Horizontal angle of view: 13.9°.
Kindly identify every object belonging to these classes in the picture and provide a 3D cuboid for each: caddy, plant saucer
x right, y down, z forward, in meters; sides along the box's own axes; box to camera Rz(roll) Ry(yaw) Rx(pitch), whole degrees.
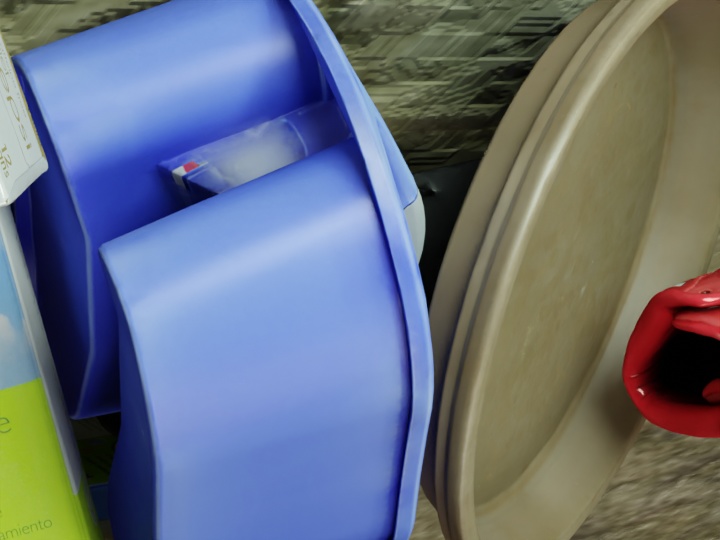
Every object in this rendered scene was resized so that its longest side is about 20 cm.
[{"bbox_3d":[-0.030,0.005,0.830,0.105,0.142,0.200,-18,151,-14],"label":"caddy"},{"bbox_3d":[0.067,0.000,0.911,0.029,0.200,0.200,20,171,21],"label":"plant saucer"}]

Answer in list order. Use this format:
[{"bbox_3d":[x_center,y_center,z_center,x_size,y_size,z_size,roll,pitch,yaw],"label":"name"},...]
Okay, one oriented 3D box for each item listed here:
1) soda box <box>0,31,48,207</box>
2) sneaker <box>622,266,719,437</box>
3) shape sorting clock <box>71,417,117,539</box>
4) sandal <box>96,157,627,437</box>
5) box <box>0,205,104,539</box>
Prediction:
[{"bbox_3d":[-0.184,-0.021,0.739,0.200,0.068,0.064,-18,-171,7],"label":"soda box"},{"bbox_3d":[0.167,0.007,0.903,0.200,0.078,0.115,-33,176,37],"label":"sneaker"},{"bbox_3d":[-0.086,0.069,0.995,0.199,0.039,0.200,-2,-167,0],"label":"shape sorting clock"},{"bbox_3d":[0.000,-0.001,0.966,0.200,0.076,0.043,-20,174,-22],"label":"sandal"},{"bbox_3d":[-0.146,0.033,0.821,0.122,0.200,0.048,-14,-163,-2],"label":"box"}]
